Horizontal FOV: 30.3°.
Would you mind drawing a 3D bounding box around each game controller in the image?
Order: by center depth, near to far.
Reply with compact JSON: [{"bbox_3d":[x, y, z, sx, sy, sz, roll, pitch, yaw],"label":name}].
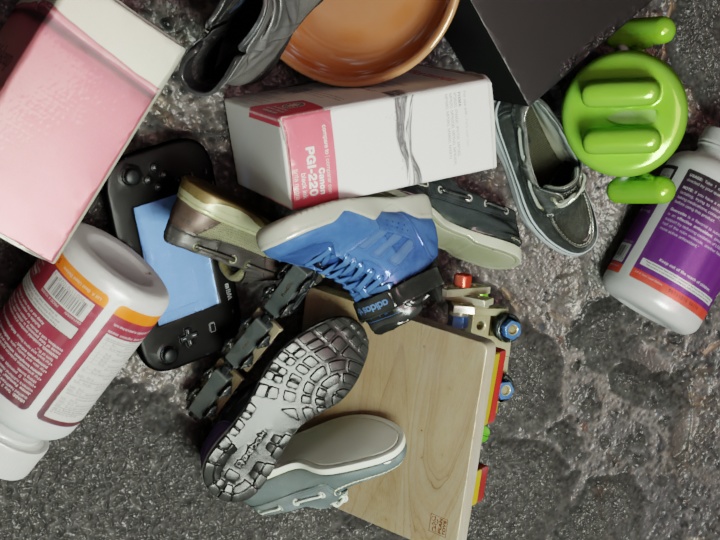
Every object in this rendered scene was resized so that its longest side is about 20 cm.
[{"bbox_3d":[-0.165,-0.014,1.177,0.104,0.042,0.202,-17,112,-21],"label":"game controller"}]

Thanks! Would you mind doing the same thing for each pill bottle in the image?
[{"bbox_3d":[-0.256,0.068,1.102,0.109,0.110,0.200,33,102,-29],"label":"pill bottle"},{"bbox_3d":[0.343,-0.043,1.378,0.112,0.112,0.201,30,90,-29],"label":"pill bottle"}]

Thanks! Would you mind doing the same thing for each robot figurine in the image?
[{"bbox_3d":[0.254,-0.151,1.271,0.115,0.200,0.177,-3,97,15],"label":"robot figurine"}]

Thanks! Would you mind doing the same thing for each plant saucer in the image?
[{"bbox_3d":[-0.005,-0.259,1.135,0.198,0.037,0.202,4,103,18],"label":"plant saucer"}]

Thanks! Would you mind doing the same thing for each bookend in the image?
[{"bbox_3d":[0.157,-0.293,1.229,0.198,0.092,0.201,-41,116,-12],"label":"bookend"}]

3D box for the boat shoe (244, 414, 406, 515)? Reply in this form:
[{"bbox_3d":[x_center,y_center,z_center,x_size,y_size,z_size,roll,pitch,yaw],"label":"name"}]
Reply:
[{"bbox_3d":[-0.035,0.185,1.227,0.062,0.199,0.073,59,33,-24],"label":"boat shoe"}]

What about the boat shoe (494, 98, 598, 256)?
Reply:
[{"bbox_3d":[0.186,-0.089,1.312,0.072,0.071,0.201,-41,118,-10],"label":"boat shoe"}]

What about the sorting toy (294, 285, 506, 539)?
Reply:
[{"bbox_3d":[0.036,0.131,1.242,0.069,0.198,0.202,-13,115,-53],"label":"sorting toy"}]

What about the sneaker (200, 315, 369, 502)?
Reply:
[{"bbox_3d":[-0.079,0.112,1.218,0.200,0.088,0.076,-47,110,0],"label":"sneaker"}]

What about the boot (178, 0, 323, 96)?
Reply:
[{"bbox_3d":[-0.067,-0.227,1.066,0.069,0.132,0.201,28,104,3],"label":"boot"}]

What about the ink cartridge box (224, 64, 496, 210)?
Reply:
[{"bbox_3d":[0.000,-0.121,1.168,0.198,0.145,0.086,-15,109,-21],"label":"ink cartridge box"}]

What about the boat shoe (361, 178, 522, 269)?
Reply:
[{"bbox_3d":[0.073,-0.065,1.269,0.198,0.074,0.067,20,66,-21],"label":"boat shoe"}]

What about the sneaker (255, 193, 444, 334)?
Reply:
[{"bbox_3d":[0.001,0.000,1.129,0.199,0.076,0.112,-8,82,-51],"label":"sneaker"}]

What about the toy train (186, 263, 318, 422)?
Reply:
[{"bbox_3d":[-0.098,0.064,1.194,0.034,0.046,0.200,42,117,8],"label":"toy train"}]

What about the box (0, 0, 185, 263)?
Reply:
[{"bbox_3d":[-0.248,-0.126,1.054,0.109,0.128,0.201,32,88,-29],"label":"box"}]

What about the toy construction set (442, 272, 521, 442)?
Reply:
[{"bbox_3d":[0.093,0.090,1.311,0.130,0.092,0.202,1,114,-26],"label":"toy construction set"}]

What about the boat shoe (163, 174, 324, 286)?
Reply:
[{"bbox_3d":[-0.102,-0.022,1.172,0.065,0.073,0.200,-54,140,5],"label":"boat shoe"}]
